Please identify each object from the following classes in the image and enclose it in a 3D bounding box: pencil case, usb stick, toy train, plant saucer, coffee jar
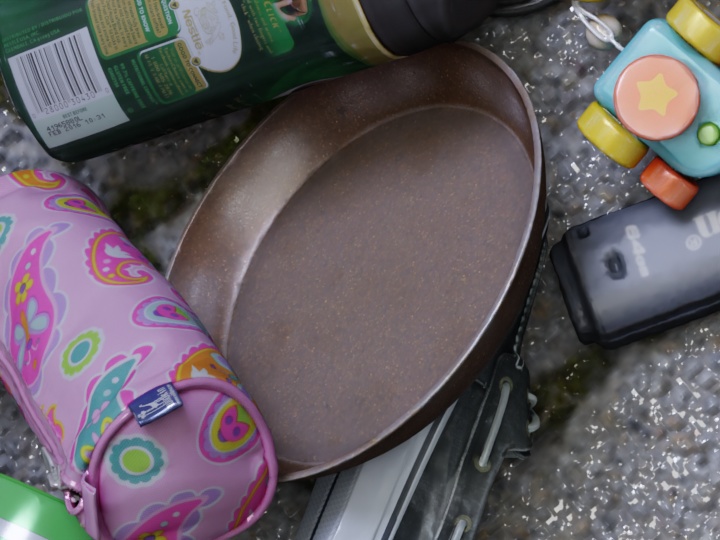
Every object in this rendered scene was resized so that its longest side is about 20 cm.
[{"bbox_3d":[-0.105,0.035,1.120,0.087,0.087,0.200,-43,38,2],"label":"pencil case"},{"bbox_3d":[0.176,-0.023,1.149,0.199,0.033,0.056,-20,77,8],"label":"usb stick"},{"bbox_3d":[0.139,-0.124,1.109,0.149,0.056,0.201,-10,92,16],"label":"toy train"},{"bbox_3d":[0.000,0.000,1.134,0.200,0.034,0.201,-26,46,29],"label":"plant saucer"},{"bbox_3d":[-0.041,-0.112,1.142,0.199,0.104,0.086,-16,100,24],"label":"coffee jar"}]

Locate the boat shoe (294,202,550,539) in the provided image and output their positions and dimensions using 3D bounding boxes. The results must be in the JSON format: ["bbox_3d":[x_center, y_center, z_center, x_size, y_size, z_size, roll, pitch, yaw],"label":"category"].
[{"bbox_3d":[0.036,0.058,1.150,0.071,0.072,0.201,31,76,-18],"label":"boat shoe"}]

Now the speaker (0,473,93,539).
[{"bbox_3d":[-0.159,0.182,1.106,0.088,0.088,0.201,22,80,13],"label":"speaker"}]

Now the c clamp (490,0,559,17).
[{"bbox_3d":[0.066,-0.201,1.204,0.200,0.027,0.171,39,95,12],"label":"c clamp"}]
